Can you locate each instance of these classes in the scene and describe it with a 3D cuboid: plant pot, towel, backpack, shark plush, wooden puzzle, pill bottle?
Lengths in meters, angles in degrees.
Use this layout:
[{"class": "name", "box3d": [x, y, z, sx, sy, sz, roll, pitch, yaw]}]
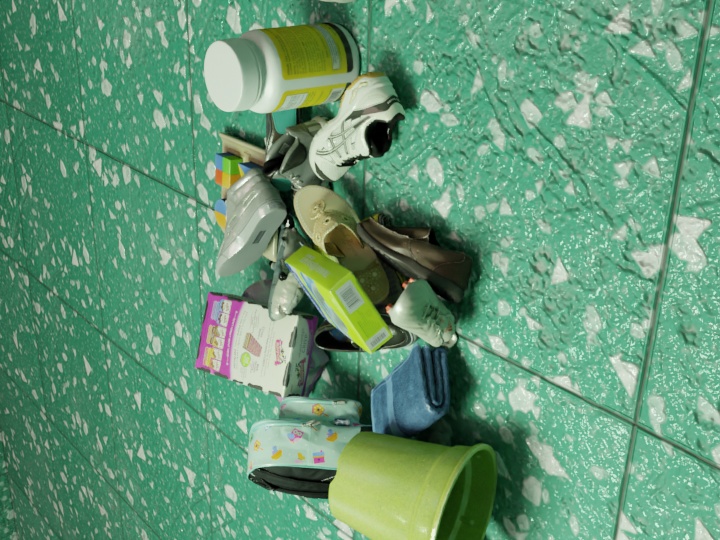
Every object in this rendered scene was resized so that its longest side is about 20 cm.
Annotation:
[{"class": "plant pot", "box3d": [0.065, 0.309, 1.233, 0.184, 0.200, 0.201, 14, 116, 30]}, {"class": "towel", "box3d": [0.000, 0.000, 1.377, 0.200, 0.023, 0.144, -18, 90, 53]}, {"class": "backpack", "box3d": [-0.083, 0.283, 1.426, 0.176, 0.199, 0.154, 107, 159, -67]}, {"class": "shark plush", "box3d": [-0.128, -0.021, 1.439, 0.083, 0.091, 0.201, -38, 56, 37]}, {"class": "towel", "box3d": [0.066, 0.190, 1.306, 0.200, 0.048, 0.112, 130, 142, -54]}, {"class": "wooden puzzle", "box3d": [-0.204, -0.126, 1.559, 0.185, 0.046, 0.201, 27, 124, 47]}, {"class": "pill bottle", "box3d": [-0.109, -0.283, 1.257, 0.114, 0.200, 0.115, 22, 120, 45]}]

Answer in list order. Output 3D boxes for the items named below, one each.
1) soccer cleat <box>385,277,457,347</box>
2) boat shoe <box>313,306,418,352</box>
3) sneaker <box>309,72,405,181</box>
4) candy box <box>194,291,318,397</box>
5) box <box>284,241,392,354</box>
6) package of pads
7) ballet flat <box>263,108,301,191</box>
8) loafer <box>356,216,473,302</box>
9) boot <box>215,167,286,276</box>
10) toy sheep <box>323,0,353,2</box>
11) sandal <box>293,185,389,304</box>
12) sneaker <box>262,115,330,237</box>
[{"class": "soccer cleat", "box3d": [0.089, 0.060, 1.186, 0.077, 0.200, 0.069, 36, 89, 18]}, {"class": "boat shoe", "box3d": [0.007, 0.099, 1.361, 0.200, 0.057, 0.069, -5, 120, 48]}, {"class": "sneaker", "box3d": [-0.006, -0.180, 1.258, 0.088, 0.075, 0.200, 57, 141, 20]}, {"class": "candy box", "box3d": [-0.174, 0.120, 1.488, 0.199, 0.061, 0.137, 13, 93, 34]}, {"class": "box", "box3d": [-0.039, 0.035, 1.305, 0.122, 0.048, 0.200, 57, 167, -26]}, {"class": "package of pads", "box3d": [-0.144, 0.125, 1.565, 0.200, 0.076, 0.121, 52, 134, 24]}, {"class": "ballet flat", "box3d": [-0.120, -0.222, 1.410, 0.073, 0.073, 0.201, 40, 144, 36]}, {"class": "loafer", "box3d": [0.079, -0.027, 1.237, 0.200, 0.071, 0.073, 33, 173, 33]}, {"class": "boot", "box3d": [-0.194, -0.081, 1.482, 0.200, 0.073, 0.096, -46, 62, 38]}, {"class": "toy sheep", "box3d": [-0.039, -0.416, 1.172, 0.200, 0.137, 0.138, 55, 140, 35]}, {"class": "sandal", "box3d": [-0.026, -0.049, 1.294, 0.212, 0.077, 0.070, 56, 175, 12]}, {"class": "sneaker", "box3d": [-0.104, -0.136, 1.377, 0.075, 0.115, 0.201, 32, 127, 41]}]
